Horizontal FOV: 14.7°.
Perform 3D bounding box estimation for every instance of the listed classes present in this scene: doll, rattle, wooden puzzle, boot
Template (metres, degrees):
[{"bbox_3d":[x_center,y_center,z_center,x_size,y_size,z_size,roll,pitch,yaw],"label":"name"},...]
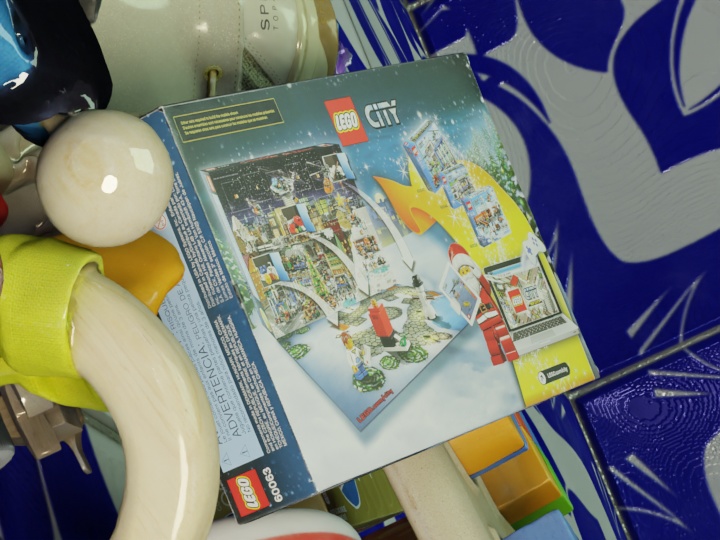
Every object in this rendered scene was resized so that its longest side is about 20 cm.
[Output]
[{"bbox_3d":[-0.117,-0.086,0.827,0.200,0.048,0.136,50,4,23],"label":"doll"},{"bbox_3d":[-0.086,0.091,0.840,0.143,0.130,0.201,143,-75,-86],"label":"rattle"},{"bbox_3d":[0.065,0.103,1.113,0.186,0.046,0.200,63,9,23],"label":"wooden puzzle"},{"bbox_3d":[-0.114,-0.043,1.119,0.154,0.200,0.072,8,37,-30],"label":"boot"}]

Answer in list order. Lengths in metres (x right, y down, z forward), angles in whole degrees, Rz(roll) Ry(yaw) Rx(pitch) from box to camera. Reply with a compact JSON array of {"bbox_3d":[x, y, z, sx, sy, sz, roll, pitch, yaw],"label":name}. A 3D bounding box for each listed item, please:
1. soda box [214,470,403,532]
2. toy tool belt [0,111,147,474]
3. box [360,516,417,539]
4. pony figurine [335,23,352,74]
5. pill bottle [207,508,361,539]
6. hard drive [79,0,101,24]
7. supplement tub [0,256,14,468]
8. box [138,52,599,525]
[{"bbox_3d":[-0.033,0.099,1.310,0.068,0.064,0.200,66,8,6],"label":"soda box"},{"bbox_3d":[-0.098,0.010,0.978,0.123,0.125,0.200,58,8,10],"label":"toy tool belt"},{"bbox_3d":[0.004,0.169,1.127,0.098,0.124,0.200,63,8,0],"label":"box"},{"bbox_3d":[-0.065,-0.066,1.255,0.200,0.166,0.193,40,-30,20],"label":"pony figurine"},{"bbox_3d":[-0.022,0.192,0.937,0.200,0.116,0.116,68,9,23],"label":"pill bottle"},{"bbox_3d":[-0.156,-0.138,1.009,0.200,0.139,0.033,-92,-170,-69],"label":"hard drive"},{"bbox_3d":[-0.162,-0.028,0.743,0.201,0.107,0.107,65,9,7],"label":"supplement tub"},{"bbox_3d":[0.000,0.000,0.992,0.200,0.038,0.137,-16,81,-56],"label":"box"}]
